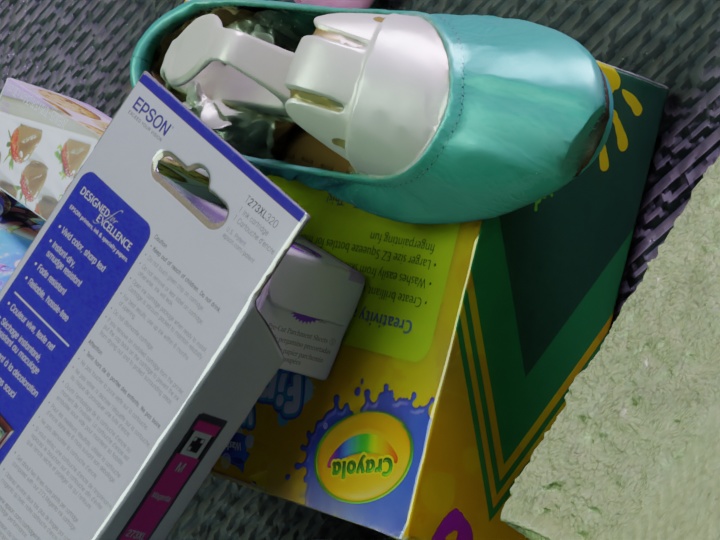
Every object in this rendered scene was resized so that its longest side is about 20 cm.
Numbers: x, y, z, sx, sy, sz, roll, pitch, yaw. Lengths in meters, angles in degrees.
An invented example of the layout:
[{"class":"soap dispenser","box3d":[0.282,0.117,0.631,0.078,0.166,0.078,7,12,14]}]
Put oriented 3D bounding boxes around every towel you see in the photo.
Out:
[{"class":"towel","box3d":[0.130,0.028,0.811,0.148,0.036,0.201,23,81,53]}]

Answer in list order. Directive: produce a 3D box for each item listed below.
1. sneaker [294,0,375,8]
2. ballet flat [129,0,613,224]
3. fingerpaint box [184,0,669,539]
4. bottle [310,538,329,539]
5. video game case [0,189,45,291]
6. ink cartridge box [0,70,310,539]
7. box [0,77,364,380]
[{"class":"sneaker","box3d":[-0.059,-0.171,1.088,0.200,0.095,0.079,49,118,47]},{"class":"ballet flat","box3d":[-0.009,-0.055,0.893,0.199,0.070,0.068,8,83,51]},{"class":"fingerpaint box","box3d":[0.000,0.000,0.979,0.199,0.073,0.168,11,87,52]},{"class":"bottle","box3d":[-0.068,0.163,1.017,0.200,0.065,0.084,-40,51,36]},{"class":"video game case","box3d":[-0.180,-0.009,1.049,0.200,0.180,0.046,-68,-9,-66]},{"class":"ink cartridge box","box3d":[-0.090,0.044,0.905,0.095,0.037,0.201,41,103,38]},{"class":"box","box3d":[-0.071,-0.018,0.981,0.200,0.041,0.039,32,103,51]}]
